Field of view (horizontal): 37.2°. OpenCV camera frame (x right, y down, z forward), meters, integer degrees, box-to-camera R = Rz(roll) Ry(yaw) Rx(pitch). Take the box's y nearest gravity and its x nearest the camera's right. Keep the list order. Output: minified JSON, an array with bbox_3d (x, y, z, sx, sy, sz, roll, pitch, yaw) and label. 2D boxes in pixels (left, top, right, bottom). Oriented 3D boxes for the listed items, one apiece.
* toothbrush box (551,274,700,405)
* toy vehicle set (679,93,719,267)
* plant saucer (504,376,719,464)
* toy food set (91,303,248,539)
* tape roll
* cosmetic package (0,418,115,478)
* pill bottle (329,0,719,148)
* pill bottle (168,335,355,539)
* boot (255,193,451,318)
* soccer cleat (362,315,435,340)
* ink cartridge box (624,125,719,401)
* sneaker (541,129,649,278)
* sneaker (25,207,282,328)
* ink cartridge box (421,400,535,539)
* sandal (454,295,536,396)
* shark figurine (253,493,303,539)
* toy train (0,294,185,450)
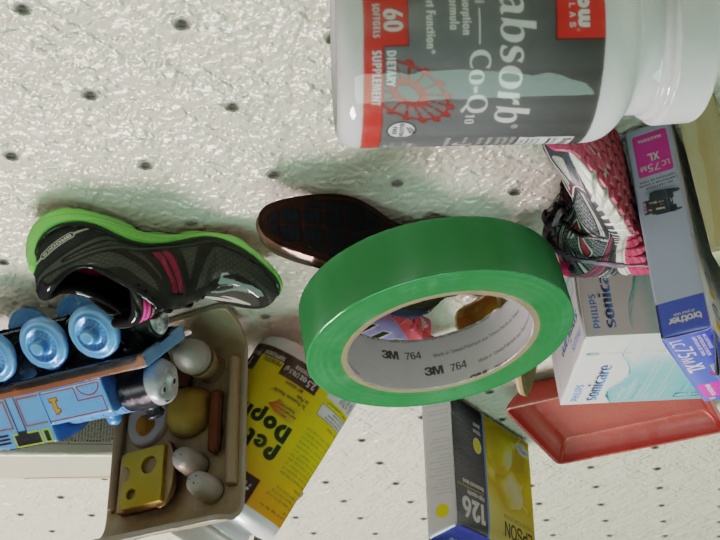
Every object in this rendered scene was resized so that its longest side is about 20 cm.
[{"bbox_3d":[0.278,0.051,0.944,0.200,0.085,0.146,-4,151,0],"label":"toothbrush box"},{"bbox_3d":[0.279,-0.026,0.774,0.027,0.124,0.200,-18,147,24],"label":"toy vehicle set"},{"bbox_3d":[0.279,0.148,1.161,0.200,0.037,0.200,-16,148,21],"label":"plant saucer"},{"bbox_3d":[-0.175,0.136,0.931,0.143,0.200,0.060,-17,144,22],"label":"toy food set"},{"bbox_3d":[0.055,0.037,0.799,0.200,0.048,0.200,-8,148,-5],"label":"tape roll"},{"bbox_3d":[-0.257,0.144,1.036,0.200,0.104,0.073,2,150,-7],"label":"cosmetic package"},{"bbox_3d":[0.084,-0.127,0.591,0.200,0.116,0.116,-2,150,-3],"label":"pill bottle"},{"bbox_3d":[-0.095,0.167,0.980,0.109,0.200,0.109,29,164,10],"label":"pill bottle"},{"bbox_3d":[0.000,0.000,0.842,0.200,0.075,0.097,10,145,-24],"label":"boot"},{"bbox_3d":[0.021,0.049,0.943,0.076,0.067,0.200,-22,148,14],"label":"soccer cleat"},{"bbox_3d":[0.232,0.007,0.751,0.042,0.200,0.119,-19,146,23],"label":"ink cartridge box"},{"bbox_3d":[0.164,-0.042,0.780,0.075,0.081,0.200,-12,149,18],"label":"sneaker"},{"bbox_3d":[-0.160,0.011,0.835,0.200,0.084,0.077,8,149,-19],"label":"sneaker"},{"bbox_3d":[0.134,0.259,1.174,0.047,0.200,0.198,-19,147,26],"label":"ink cartridge box"},{"bbox_3d":[0.117,0.038,0.940,0.070,0.078,0.212,11,151,18],"label":"sandal"},{"bbox_3d":[-0.168,0.316,1.346,0.090,0.214,0.128,46,169,-7],"label":"shark figurine"},{"bbox_3d":[-0.240,0.082,0.908,0.200,0.087,0.114,-14,104,22],"label":"toy train"}]
